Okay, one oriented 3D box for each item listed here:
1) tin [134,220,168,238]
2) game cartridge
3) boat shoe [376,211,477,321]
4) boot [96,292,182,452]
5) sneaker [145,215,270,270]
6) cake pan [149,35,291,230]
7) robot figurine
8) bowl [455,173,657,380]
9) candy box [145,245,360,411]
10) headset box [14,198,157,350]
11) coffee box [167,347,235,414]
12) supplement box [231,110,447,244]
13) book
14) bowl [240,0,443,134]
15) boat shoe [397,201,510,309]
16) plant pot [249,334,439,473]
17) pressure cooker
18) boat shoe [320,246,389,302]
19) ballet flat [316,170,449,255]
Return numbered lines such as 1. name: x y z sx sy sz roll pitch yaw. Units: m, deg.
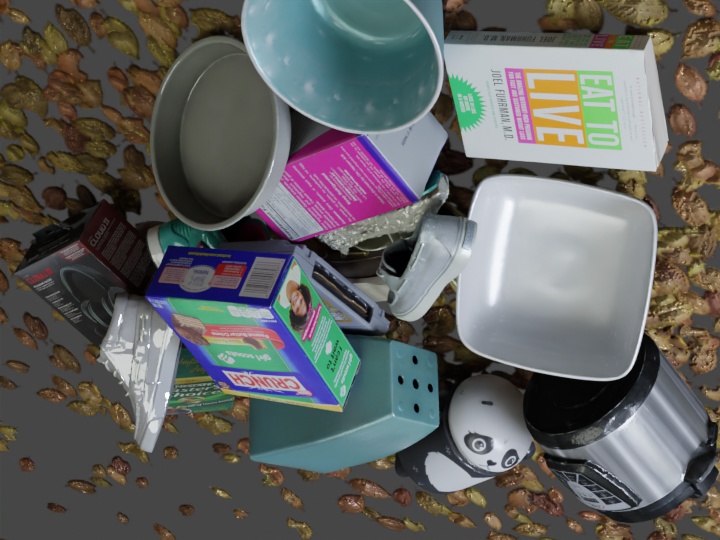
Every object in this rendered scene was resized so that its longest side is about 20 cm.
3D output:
1. tin: -0.270 0.001 1.864 0.112 0.042 0.199 39 140 -23
2. game cartridge: -0.071 0.025 1.670 0.132 0.042 0.200 -6 151 33
3. boat shoe: 0.056 -0.010 1.526 0.071 0.071 0.201 20 153 -10
4. boot: -0.270 0.119 1.765 0.095 0.074 0.201 14 110 -3
5. sneaker: -0.153 -0.008 1.747 0.120 0.084 0.200 -22 142 16
6. cake pan: -0.144 -0.142 1.534 0.199 0.202 0.037 -18 167 42
7. robot figurine: 0.123 0.204 1.803 0.200 0.150 0.126 -32 84 48
8. bowl: 0.204 0.002 1.520 0.198 0.075 0.201 11 104 16
9. candy box: -0.114 0.064 1.619 0.168 0.077 0.200 4 146 31
10. headset box: -0.314 0.010 1.809 0.148 0.078 0.200 -21 124 42
11. coffee box: -0.222 0.144 1.910 0.122 0.044 0.200 -3 162 -10
12. supplement box: -0.024 -0.115 1.540 0.199 0.102 0.103 -15 128 41
13. book: 0.186 -0.167 1.414 0.199 0.048 0.134 6 134 27
14. bowl: -0.002 -0.238 1.383 0.199 0.105 0.202 16 142 13
15. boat shoe: 0.131 -0.005 1.602 0.199 0.074 0.063 35 144 -10
16. plant pot: -0.013 0.148 1.735 0.199 0.143 0.141 -16 158 38
17. pressure cooker: 0.299 0.180 1.641 0.178 0.176 0.200 -31 120 20
18. boat shoe: 0.000 0.000 1.693 0.199 0.060 0.072 -1 155 33
19. ballet flat: 0.031 -0.057 1.569 0.199 0.072 0.072 -12 129 46
